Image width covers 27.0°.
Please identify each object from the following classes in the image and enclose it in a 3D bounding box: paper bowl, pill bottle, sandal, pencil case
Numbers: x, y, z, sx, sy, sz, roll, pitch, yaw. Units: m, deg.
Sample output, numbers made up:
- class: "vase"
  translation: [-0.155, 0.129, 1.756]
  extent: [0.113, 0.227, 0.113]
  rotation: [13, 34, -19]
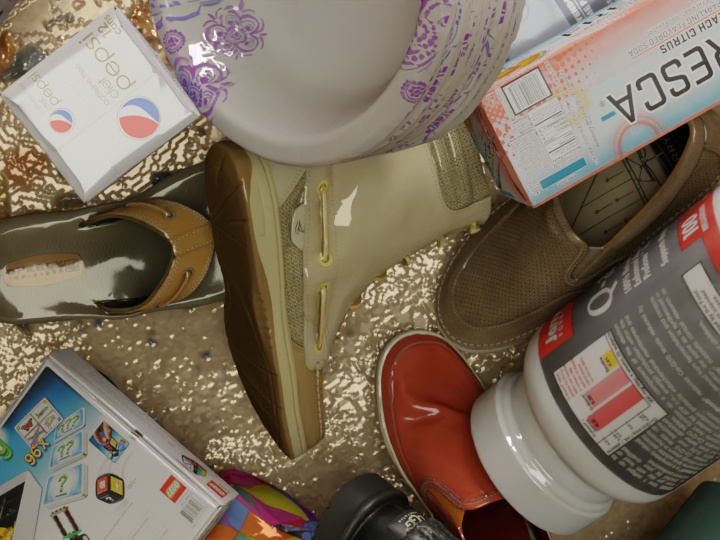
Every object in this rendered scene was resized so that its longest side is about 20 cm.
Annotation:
- class: "paper bowl"
  translation: [-0.004, -0.155, 0.721]
  extent: [0.104, 0.200, 0.202]
  rotation: [-15, 100, -45]
- class: "pill bottle"
  translation: [0.160, 0.052, 0.803]
  extent: [0.116, 0.116, 0.200]
  rotation: [44, 119, -9]
- class: "sandal"
  translation: [-0.124, -0.011, 0.838]
  extent: [0.199, 0.054, 0.081]
  rotation: [-12, 98, -11]
- class: "pencil case"
  translation: [-0.089, 0.212, 0.855]
  extent: [0.088, 0.088, 0.201]
  rotation: [30, 94, -9]

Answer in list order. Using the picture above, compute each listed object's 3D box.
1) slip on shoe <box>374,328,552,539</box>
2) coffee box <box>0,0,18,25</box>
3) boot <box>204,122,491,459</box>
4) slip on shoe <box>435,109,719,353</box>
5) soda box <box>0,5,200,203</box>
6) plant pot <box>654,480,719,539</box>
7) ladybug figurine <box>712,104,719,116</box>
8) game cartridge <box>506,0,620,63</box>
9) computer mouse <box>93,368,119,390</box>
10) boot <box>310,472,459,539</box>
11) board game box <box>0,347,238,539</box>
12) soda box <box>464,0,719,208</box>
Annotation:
- class: "slip on shoe"
  translation: [0.067, 0.123, 0.854]
  extent: [0.074, 0.061, 0.201]
  rotation: [-16, 76, -20]
- class: "coffee box"
  translation: [-0.235, -0.227, 0.730]
  extent: [0.200, 0.200, 0.198]
  rotation: [37, 91, -10]
- class: "boot"
  translation: [0.000, 0.000, 0.844]
  extent: [0.155, 0.073, 0.201]
  rotation: [-21, 122, -23]
- class: "slip on shoe"
  translation: [0.117, -0.023, 0.834]
  extent: [0.200, 0.061, 0.076]
  rotation: [-33, 74, 21]
- class: "soda box"
  translation: [-0.126, -0.082, 0.758]
  extent: [0.068, 0.200, 0.064]
  rotation: [-38, 98, -2]
- class: "plant pot"
  translation: [0.202, 0.240, 0.847]
  extent: [0.200, 0.200, 0.196]
  rotation: [37, 82, -9]
- class: "ladybug figurine"
  translation: [0.242, -0.038, 0.872]
  extent: [0.135, 0.072, 0.201]
  rotation: [6, 96, -6]
- class: "game cartridge"
  translation: [0.104, -0.177, 0.790]
  extent: [0.133, 0.041, 0.200]
  rotation: [-36, 100, -6]
- class: "computer mouse"
  translation: [-0.183, 0.148, 0.866]
  extent: [0.058, 0.034, 0.201]
  rotation: [24, 100, 6]
- class: "boot"
  translation: [0.029, 0.231, 0.813]
  extent: [0.157, 0.079, 0.212]
  rotation: [31, 120, 29]
- class: "board game box"
  translation: [-0.175, 0.159, 0.829]
  extent: [0.126, 0.035, 0.200]
  rotation: [40, 102, 7]
- class: "soda box"
  translation: [0.149, -0.107, 0.753]
  extent: [0.199, 0.068, 0.064]
  rotation: [-29, 101, -2]
